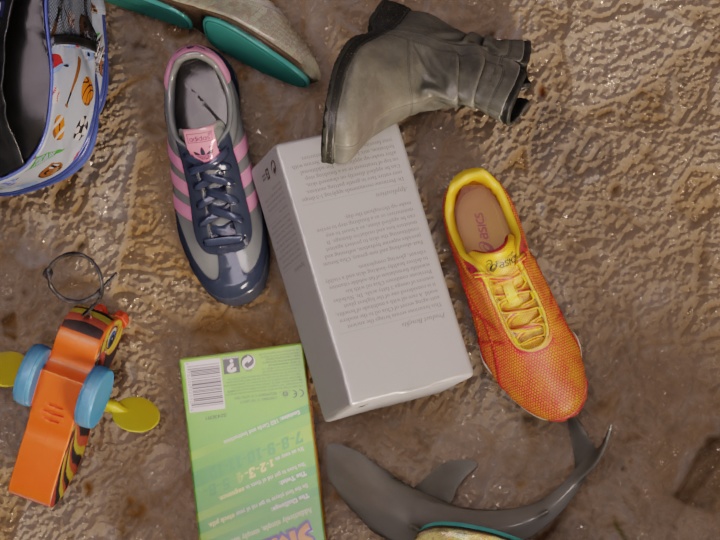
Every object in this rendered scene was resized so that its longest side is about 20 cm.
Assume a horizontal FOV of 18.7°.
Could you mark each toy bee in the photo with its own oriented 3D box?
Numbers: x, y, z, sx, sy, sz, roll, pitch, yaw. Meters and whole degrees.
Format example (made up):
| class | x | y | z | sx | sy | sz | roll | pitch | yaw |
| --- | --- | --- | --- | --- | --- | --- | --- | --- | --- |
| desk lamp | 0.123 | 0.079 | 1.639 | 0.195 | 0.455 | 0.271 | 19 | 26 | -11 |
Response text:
| class | x | y | z | sx | sy | sz | roll | pitch | yaw |
| --- | --- | --- | --- | --- | --- | --- | --- | --- | --- |
| toy bee | -0.203 | 0.074 | 1.639 | 0.131 | 0.109 | 0.200 | 39 | 113 | 1 |

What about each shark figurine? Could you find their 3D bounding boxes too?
| class | x | y | z | sx | sy | sz | roll | pitch | yaw |
| --- | --- | --- | --- | --- | --- | --- | --- | --- | --- |
| shark figurine | 0.083 | 0.177 | 1.595 | 0.214 | 0.090 | 0.128 | -7 | 84 | 7 |

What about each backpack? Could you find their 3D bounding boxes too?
| class | x | y | z | sx | sy | sz | roll | pitch | yaw |
| --- | --- | --- | --- | --- | --- | --- | --- | --- | --- |
| backpack | -0.278 | -0.150 | 1.632 | 0.200 | 0.154 | 0.191 | -7 | 80 | 28 |

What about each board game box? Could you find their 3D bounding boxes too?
| class | x | y | z | sx | sy | sz | roll | pitch | yaw |
| --- | --- | --- | --- | --- | --- | --- | --- | --- | --- |
| board game box | -0.077 | 0.160 | 1.642 | 0.095 | 0.030 | 0.200 | -8 | 80 | 5 |

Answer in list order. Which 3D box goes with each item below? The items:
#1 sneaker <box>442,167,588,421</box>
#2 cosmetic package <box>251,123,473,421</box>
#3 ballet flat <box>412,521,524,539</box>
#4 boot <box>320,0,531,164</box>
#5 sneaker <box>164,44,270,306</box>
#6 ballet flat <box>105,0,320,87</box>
| class | x | y | z | sx | sy | sz | roll | pitch | yaw |
| --- | --- | --- | --- | --- | --- | --- | --- | --- | --- |
| sneaker | 0.106 | 0.020 | 1.609 | 0.073 | 0.077 | 0.200 | -26 | 77 | 4 |
| cosmetic package | 0.000 | 0.000 | 1.615 | 0.101 | 0.071 | 0.200 | -13 | 80 | -21 |
| ballet flat | 0.128 | 0.229 | 1.553 | 0.200 | 0.071 | 0.071 | 17 | 84 | -24 |
| boot | 0.053 | -0.132 | 1.594 | 0.131 | 0.200 | 0.068 | 16 | 127 | 11 |
| sneaker | -0.115 | -0.073 | 1.646 | 0.070 | 0.082 | 0.200 | -13 | 82 | 4 |
| ballet flat | -0.111 | -0.206 | 1.673 | 0.200 | 0.067 | 0.062 | 25 | 76 | 8 |
